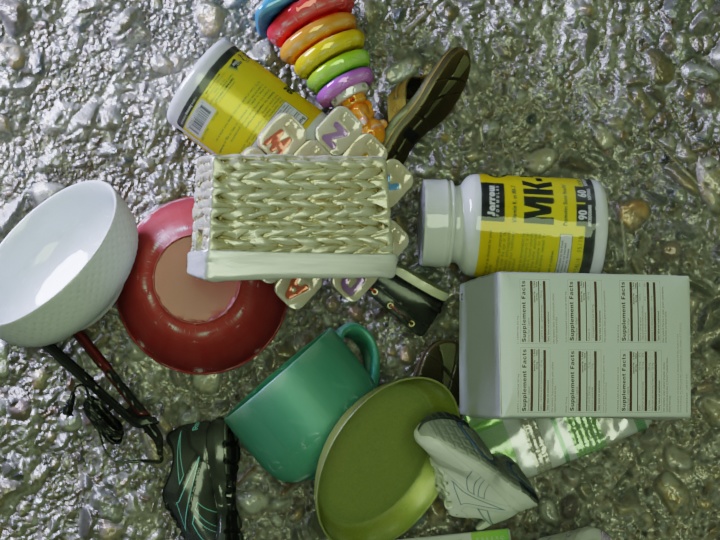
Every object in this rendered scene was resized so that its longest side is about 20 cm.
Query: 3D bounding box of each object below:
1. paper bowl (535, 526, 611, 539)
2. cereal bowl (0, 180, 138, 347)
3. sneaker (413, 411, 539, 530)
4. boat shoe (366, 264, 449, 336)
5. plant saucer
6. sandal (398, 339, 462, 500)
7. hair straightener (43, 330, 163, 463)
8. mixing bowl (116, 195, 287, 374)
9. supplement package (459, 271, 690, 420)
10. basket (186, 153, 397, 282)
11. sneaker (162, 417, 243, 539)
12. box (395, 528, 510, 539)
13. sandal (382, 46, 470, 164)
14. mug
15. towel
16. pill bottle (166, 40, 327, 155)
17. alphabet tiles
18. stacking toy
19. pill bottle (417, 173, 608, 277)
[{"bbox_3d":[0.224,0.381,1.626,0.104,0.200,0.203,-18,87,25],"label":"paper bowl"},{"bbox_3d":[-0.313,0.004,1.640,0.200,0.200,0.083,-45,124,-5],"label":"cereal bowl"},{"bbox_3d":[0.113,0.223,1.635,0.087,0.075,0.200,-39,130,10],"label":"sneaker"},{"bbox_3d":[0.000,0.000,1.697,0.200,0.074,0.063,32,97,5],"label":"boat shoe"},{"bbox_3d":[0.023,0.198,1.608,0.031,0.200,0.201,30,83,42],"label":"plant saucer"},{"bbox_3d":[0.057,0.169,1.695,0.081,0.055,0.202,22,87,-21],"label":"sandal"},{"bbox_3d":[-0.291,0.142,1.685,0.077,0.041,0.200,-41,86,-4],"label":"hair straightener"},{"bbox_3d":[-0.176,0.013,1.672,0.198,0.108,0.202,0,86,-2],"label":"mixing bowl"},{"bbox_3d":[0.219,0.081,1.606,0.198,0.191,0.149,1,86,-8],"label":"supplement package"},{"bbox_3d":[-0.072,-0.054,1.549,0.198,0.135,0.125,-1,93,-14],"label":"basket"},{"bbox_3d":[-0.173,0.264,1.680,0.078,0.075,0.202,-4,80,11],"label":"sneaker"},{"bbox_3d":[0.074,0.364,1.672,0.198,0.036,0.146,-5,66,-2],"label":"box"},{"bbox_3d":[0.050,-0.175,1.720,0.054,0.080,0.200,38,89,22],"label":"sandal"},{"bbox_3d":[-0.042,0.144,1.646,0.185,0.152,0.115,-40,91,-5],"label":"mug"},{"bbox_3d":[0.212,0.144,1.719,0.198,0.031,0.150,-22,86,-4],"label":"towel"},{"bbox_3d":[-0.104,-0.152,1.684,0.199,0.112,0.113,37,85,0],"label":"pill bottle"},{"bbox_3d":[-0.044,-0.067,1.631,0.200,0.015,0.196,45,84,-13],"label":"alphabet tiles"},{"bbox_3d":[-0.025,-0.222,1.688,0.115,0.110,0.201,-28,83,-4],"label":"stacking toy"},{"bbox_3d":[0.165,-0.048,1.688,0.198,0.114,0.116,2,86,-3],"label":"pill bottle"}]
